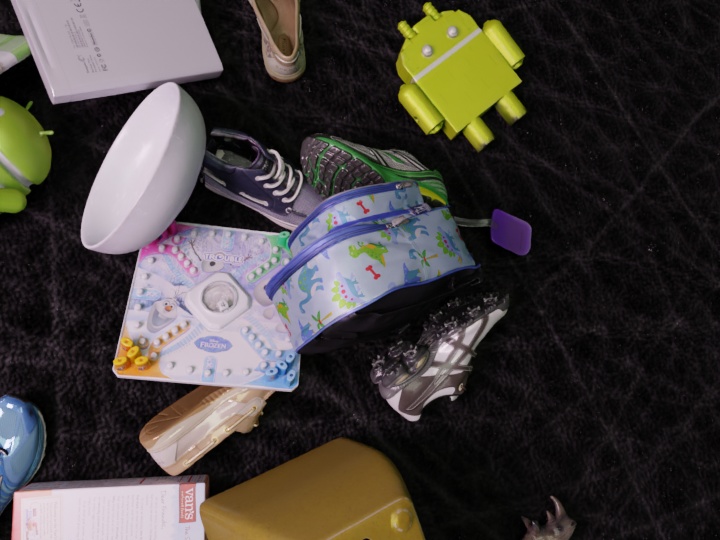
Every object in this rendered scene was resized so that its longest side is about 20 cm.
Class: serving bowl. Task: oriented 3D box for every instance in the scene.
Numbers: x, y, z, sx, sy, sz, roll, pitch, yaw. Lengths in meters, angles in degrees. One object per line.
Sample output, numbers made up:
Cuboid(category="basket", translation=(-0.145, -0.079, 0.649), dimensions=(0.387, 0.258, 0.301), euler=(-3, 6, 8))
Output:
Cuboid(category="serving bowl", translation=(-0.230, -0.104, 0.707), dimensions=(0.066, 0.199, 0.201), euler=(28, 77, -36))

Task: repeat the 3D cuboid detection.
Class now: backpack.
Cuboid(category="backpack", translation=(0.000, 0.000, 0.690), dimensions=(0.199, 0.183, 0.148), euler=(-18, 74, -43))

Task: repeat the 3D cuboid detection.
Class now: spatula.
Cuboid(category="spatula", translation=(0.130, -0.066, 0.828), dimensions=(0.198, 0.021, 0.057), euler=(14, 60, -3))

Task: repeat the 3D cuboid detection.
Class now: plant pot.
Cuboid(category="plant pot", translation=(-0.023, 0.294, 0.641), dimensions=(0.193, 0.200, 0.197), euler=(-18, 85, -29))

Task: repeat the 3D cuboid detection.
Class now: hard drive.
Cuboid(category="hard drive", translation=(-0.274, -0.271, 0.733), dimensions=(0.199, 0.027, 0.133), euler=(-22, 87, -33))

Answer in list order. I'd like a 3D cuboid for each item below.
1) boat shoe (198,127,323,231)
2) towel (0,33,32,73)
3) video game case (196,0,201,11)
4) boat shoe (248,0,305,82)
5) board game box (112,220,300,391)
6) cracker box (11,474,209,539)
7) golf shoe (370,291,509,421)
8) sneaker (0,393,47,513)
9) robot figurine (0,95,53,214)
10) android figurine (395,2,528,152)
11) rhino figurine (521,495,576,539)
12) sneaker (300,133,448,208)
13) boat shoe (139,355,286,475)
Cuboid(category="boat shoe", translation=(-0.100, -0.103, 0.759), dimensions=(0.198, 0.093, 0.075), euler=(18, 76, -6))
Cuboid(category="towel", translation=(-0.455, -0.196, 0.683), dimensions=(0.148, 0.031, 0.200), euler=(15, 50, 26))
Cuboid(category="video game case", translation=(-0.303, -0.341, 0.797), dimensions=(0.198, 0.022, 0.184), euler=(-7, 83, -10))
Cuboid(category="boat shoe", translation=(-0.106, -0.345, 0.808), dimensions=(0.073, 0.063, 0.202), euler=(-14, 84, -10))
Cuboid(category="board game box", translation=(-0.163, 0.031, 0.730), dimensions=(0.198, 0.026, 0.201), euler=(6, 60, -8))
Cuboid(category="cracker box", translation=(-0.268, 0.300, 0.697), dimensions=(0.198, 0.058, 0.135), euler=(1, 82, -9))
Cuboid(category="golf shoe", translation=(0.110, 0.103, 0.786), dimensions=(0.199, 0.078, 0.095), euler=(-34, 106, -10))
Cuboid(category="sneaker", translation=(-0.400, 0.229, 0.668), dimensions=(0.078, 0.090, 0.201), euler=(22, 79, -6))
Cuboid(category="robot figurine", translation=(-0.431, -0.111, 0.696), dimensions=(0.200, 0.116, 0.175), euler=(-39, 59, -11))
Cuboid(category="android figurine", translation=(0.130, -0.262, 0.848), dimensions=(0.182, 0.041, 0.201), euler=(-37, 91, -12))
Cuboid(category="rhino figurine", translation=(0.220, 0.375, 0.764), dimensions=(0.087, 0.060, 0.202), euler=(10, 77, 3))
Cuboid(category="sneaker", translation=(0.018, -0.114, 0.773), dimensions=(0.199, 0.078, 0.086), euler=(22, 46, -23))
Cuboid(category="boat shoe", translation=(-0.150, 0.158, 0.734), dimensions=(0.199, 0.074, 0.070), euler=(-31, 111, -20))
